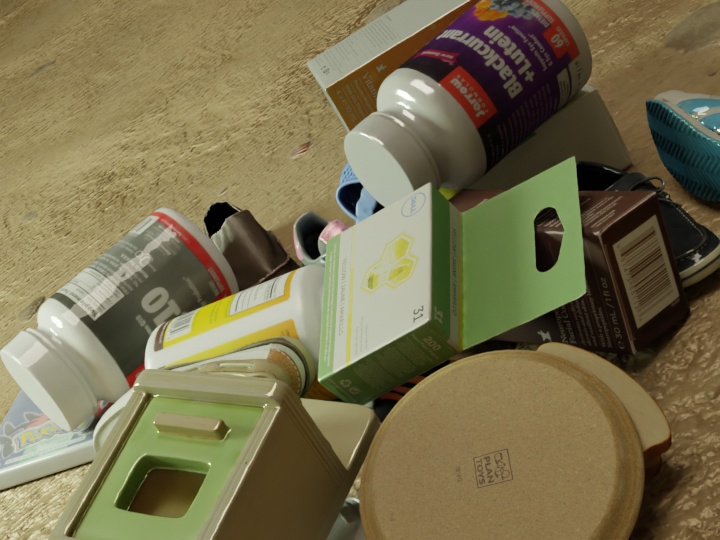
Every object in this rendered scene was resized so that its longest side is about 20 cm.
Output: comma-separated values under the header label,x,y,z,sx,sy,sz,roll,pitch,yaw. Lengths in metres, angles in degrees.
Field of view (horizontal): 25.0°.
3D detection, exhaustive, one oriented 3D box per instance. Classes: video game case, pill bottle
label,x,y,z,sx,sy,sz,roll,pitch,yaw
video game case,-0.255,0.121,1.530,0.199,0.023,0.183,-20,28,24
pill bottle,-0.217,0.046,1.467,0.200,0.114,0.114,-42,28,-20
pill bottle,-0.068,0.064,1.324,0.199,0.109,0.109,-21,28,21
pill bottle,0.084,-0.137,1.314,0.200,0.112,0.111,-42,27,-21

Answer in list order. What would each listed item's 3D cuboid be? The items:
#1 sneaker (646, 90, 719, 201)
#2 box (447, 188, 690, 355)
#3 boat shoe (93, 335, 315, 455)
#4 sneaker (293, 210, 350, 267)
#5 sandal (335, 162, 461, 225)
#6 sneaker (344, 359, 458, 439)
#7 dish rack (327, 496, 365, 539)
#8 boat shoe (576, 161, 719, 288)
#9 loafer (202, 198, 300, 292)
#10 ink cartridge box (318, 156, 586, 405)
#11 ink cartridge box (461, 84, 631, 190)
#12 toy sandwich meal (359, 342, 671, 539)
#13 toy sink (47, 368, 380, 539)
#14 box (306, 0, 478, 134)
label,x,y,z,sx,sy,sz,roll,pitch,yaw
sneaker,0.298,-0.100,1.246,0.081,0.077,0.200,-32,31,-19
box,0.137,-0.003,1.215,0.075,0.101,0.200,-32,21,-33
boat shoe,-0.133,0.107,1.260,0.199,0.075,0.068,-28,2,22
sneaker,0.000,0.000,1.393,0.070,0.082,0.200,-41,28,-19
sandal,0.017,-0.066,1.404,0.087,0.080,0.200,4,10,-21
sneaker,0.047,0.099,1.181,0.090,0.070,0.200,-37,24,-4
dish rack,-0.049,0.234,1.084,0.200,0.044,0.172,-35,26,-8
boat shoe,0.209,-0.037,1.254,0.074,0.062,0.200,-34,27,-8
loafer,-0.115,-0.016,1.558,0.073,0.071,0.200,-36,26,-9
ink cartridge box,0.061,-0.003,1.155,0.200,0.048,0.146,-30,37,29
ink cartridge box,0.126,-0.115,1.453,0.146,0.083,0.200,-34,26,-6
toy sandwich meal,0.097,0.136,1.040,0.204,0.070,0.206,-10,57,15
toy sink,-0.094,0.137,1.075,0.130,0.112,0.200,3,50,34
box,0.068,-0.196,1.613,0.199,0.125,0.098,-32,26,2
